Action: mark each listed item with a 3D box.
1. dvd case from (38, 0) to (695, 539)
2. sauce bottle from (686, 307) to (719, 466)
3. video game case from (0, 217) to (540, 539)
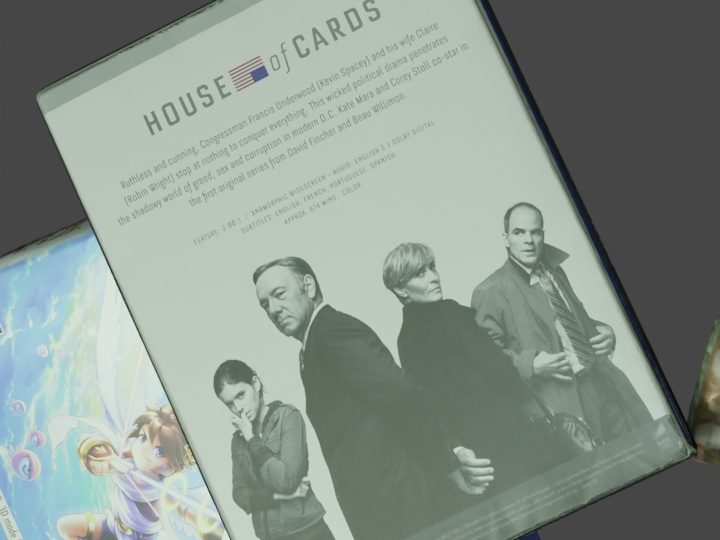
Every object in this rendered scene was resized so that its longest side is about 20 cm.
[{"bbox_3d":[0.000,0.000,0.874,0.150,0.025,0.201,-26,83,9],"label":"dvd case"},{"bbox_3d":[0.209,0.059,0.877,0.199,0.065,0.065,16,108,9],"label":"sauce bottle"},{"bbox_3d":[-0.046,0.069,0.958,0.181,0.045,0.201,-22,98,18],"label":"video game case"}]
